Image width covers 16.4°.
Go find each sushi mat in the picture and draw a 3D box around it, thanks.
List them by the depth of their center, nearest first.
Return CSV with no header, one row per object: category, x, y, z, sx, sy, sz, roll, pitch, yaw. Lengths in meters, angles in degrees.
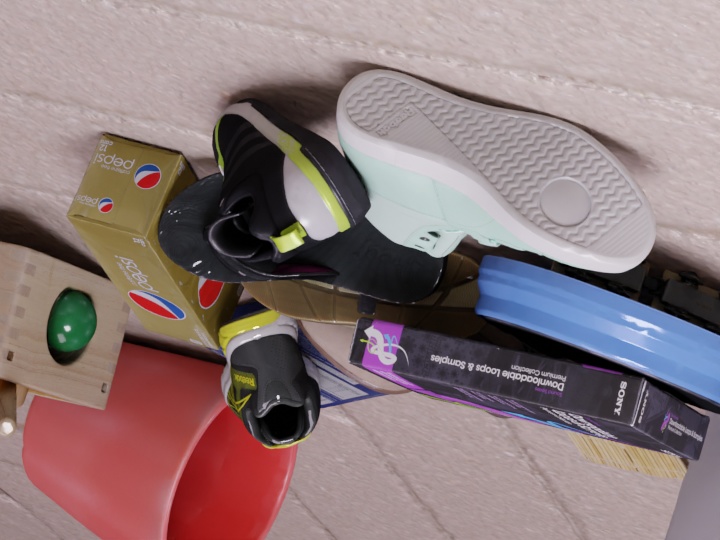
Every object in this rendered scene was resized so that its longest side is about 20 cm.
sushi mat,0.181,0.109,1.858,0.095,0.012,0.200,9,158,27

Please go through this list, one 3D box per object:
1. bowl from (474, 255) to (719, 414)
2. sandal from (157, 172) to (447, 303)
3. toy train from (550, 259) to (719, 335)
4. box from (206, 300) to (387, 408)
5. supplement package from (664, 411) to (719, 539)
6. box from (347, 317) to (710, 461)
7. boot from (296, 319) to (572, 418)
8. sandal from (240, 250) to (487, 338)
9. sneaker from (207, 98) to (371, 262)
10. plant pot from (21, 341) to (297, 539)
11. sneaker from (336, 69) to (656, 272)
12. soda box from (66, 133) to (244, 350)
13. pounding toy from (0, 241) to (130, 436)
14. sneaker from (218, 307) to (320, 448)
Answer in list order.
bowl,0.164,0.044,1.580,0.199,0.040,0.201,21,177,1
sandal,-0.042,-0.023,1.640,0.199,0.076,0.048,7,-173,16
toy train,0.208,0.021,1.565,0.199,0.034,0.046,22,174,-2
box,-0.026,0.059,1.913,0.121,0.033,0.200,29,160,-23
supplement package,0.323,0.166,1.645,0.199,0.153,0.151,23,161,-5
box,0.110,0.076,1.602,0.199,0.036,0.143,10,172,27
boot,0.061,0.040,1.735,0.199,0.071,0.146,21,155,-3
sandal,0.000,0.000,1.683,0.199,0.081,0.054,15,-172,16
sneaker,-0.066,-0.049,1.511,0.072,0.083,0.200,56,168,-19
plant pot,-0.176,0.152,2.118,0.176,0.201,0.201,23,164,26
sneaker,0.081,-0.040,1.462,0.199,0.074,0.118,26,157,16
soda box,-0.140,-0.017,1.772,0.064,0.068,0.200,15,160,19
pounding toy,-0.284,0.056,1.951,0.199,0.143,0.184,10,172,29
sneaker,-0.066,0.100,1.853,0.074,0.085,0.200,-14,155,2
